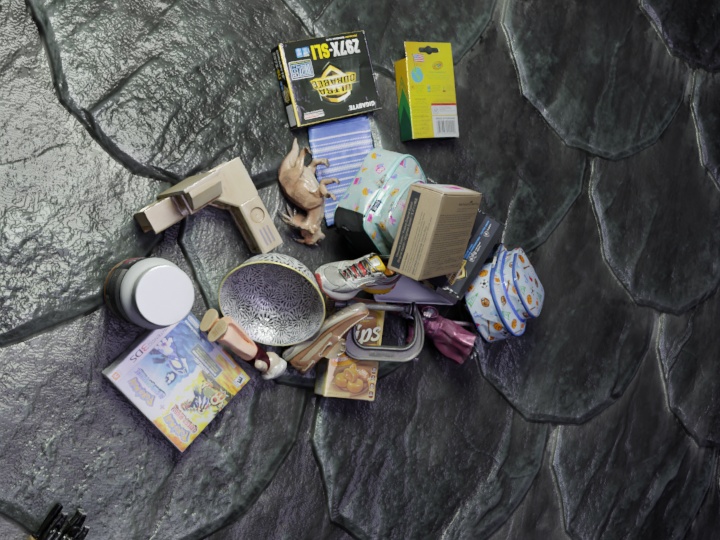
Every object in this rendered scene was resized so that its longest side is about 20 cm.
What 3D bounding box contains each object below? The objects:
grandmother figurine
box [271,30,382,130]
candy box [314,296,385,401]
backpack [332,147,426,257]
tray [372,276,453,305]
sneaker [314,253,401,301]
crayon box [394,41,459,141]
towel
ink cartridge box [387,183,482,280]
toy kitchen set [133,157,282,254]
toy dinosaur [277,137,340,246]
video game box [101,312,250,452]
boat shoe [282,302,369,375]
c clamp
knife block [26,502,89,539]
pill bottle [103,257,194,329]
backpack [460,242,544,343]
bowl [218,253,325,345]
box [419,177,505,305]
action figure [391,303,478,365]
[{"bbox_3d":[-0.204,0.146,1.418,0.061,0.121,0.200,-43,136,4],"label":"grandmother figurine"},{"bbox_3d":[-0.065,-0.378,1.530,0.198,0.049,0.162,-17,97,-28],"label":"box"},{"bbox_3d":[-0.021,0.155,1.553,0.114,0.055,0.203,9,86,-27],"label":"candy box"},{"bbox_3d":[0.056,-0.132,1.513,0.176,0.152,0.202,49,57,-51],"label":"backpack"},{"bbox_3d":[0.098,0.029,1.620,0.198,0.022,0.108,4,52,-30],"label":"tray"},{"bbox_3d":[0.000,0.000,1.454,0.198,0.082,0.078,-9,62,-38],"label":"sneaker"},{"bbox_3d":[0.141,-0.380,1.646,0.126,0.051,0.203,-7,94,-30],"label":"crayon box"},{"bbox_3d":[-0.025,-0.204,1.567,0.143,0.024,0.203,-15,98,-28],"label":"towel"},{"bbox_3d":[0.143,-0.076,1.456,0.199,0.075,0.167,-8,116,-60],"label":"ink cartridge box"},{"bbox_3d":[-0.253,-0.079,1.357,0.199,0.163,0.182,-34,107,-25],"label":"toy kitchen set"},{"bbox_3d":[-0.116,-0.154,1.489,0.201,0.135,0.086,61,20,7],"label":"toy dinosaur"},{"bbox_3d":[-0.326,0.189,1.385,0.182,0.047,0.201,-46,111,-19],"label":"video game box"},{"bbox_3d":[-0.057,0.131,1.473,0.072,0.199,0.076,54,23,-4],"label":"boat shoe"},{"bbox_3d":[0.037,0.096,1.520,0.198,0.027,0.173,10,88,-13],"label":"c clamp"},{"bbox_3d":[-0.533,0.482,1.268,0.199,0.176,0.064,-38,114,24],"label":"knife block"},{"bbox_3d":[-0.350,0.037,1.280,0.115,0.199,0.118,0,91,-30],"label":"pill bottle"},{"bbox_3d":[0.304,0.056,1.662,0.201,0.153,0.191,53,43,-19],"label":"backpack"},{"bbox_3d":[-0.156,0.036,1.431,0.201,0.200,0.095,42,32,-23],"label":"bowl"},{"bbox_3d":[0.171,-0.063,1.616,0.197,0.050,0.201,33,72,6],"label":"box"},{"bbox_3d":[0.159,0.113,1.629,0.199,0.134,0.149,33,40,-2],"label":"action figure"}]
